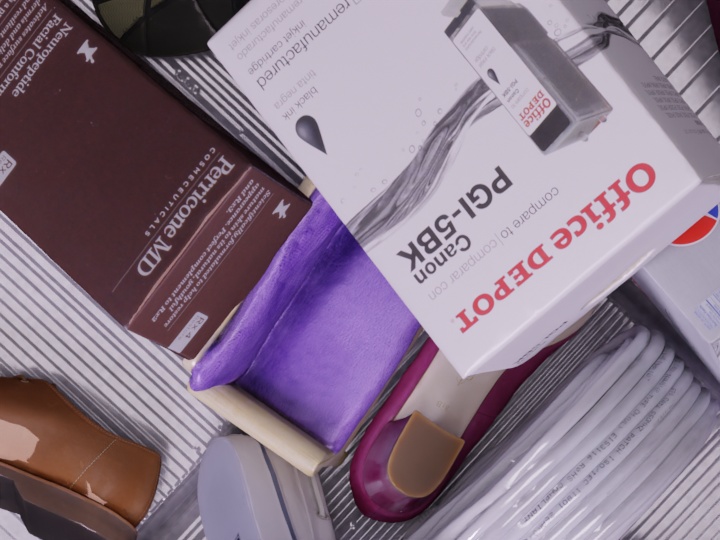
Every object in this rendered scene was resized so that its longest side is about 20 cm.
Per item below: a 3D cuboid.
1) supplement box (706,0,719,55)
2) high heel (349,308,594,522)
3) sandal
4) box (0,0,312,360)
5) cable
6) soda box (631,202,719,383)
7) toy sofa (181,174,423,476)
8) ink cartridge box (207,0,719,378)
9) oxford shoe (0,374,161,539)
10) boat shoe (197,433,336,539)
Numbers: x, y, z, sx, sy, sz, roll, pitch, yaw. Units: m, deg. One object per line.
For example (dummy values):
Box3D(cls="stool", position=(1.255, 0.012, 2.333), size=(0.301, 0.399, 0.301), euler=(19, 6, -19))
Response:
Box3D(cls="supplement box", position=(0.288, -0.137, 1.024), size=(0.200, 0.131, 0.103), euler=(-32, 137, -5))
Box3D(cls="high heel", position=(0.062, 0.047, 1.107), size=(0.067, 0.096, 0.200), euler=(32, 72, -5))
Box3D(cls="sandal", position=(-0.041, -0.151, 1.075), size=(0.200, 0.057, 0.080), euler=(3, 114, 18))
Box3D(cls="box", position=(-0.131, -0.057, 1.035), size=(0.200, 0.075, 0.100), euler=(39, 94, 27))
Box3D(cls="cable", position=(0.089, 0.114, 1.025), size=(0.200, 0.200, 0.069), euler=(-44, 86, 3))
Box3D(cls="soda box", position=(0.148, -0.030, 1.024), size=(0.063, 0.068, 0.200), euler=(-36, 52, 0))
Box3D(cls="toy sofa", position=(0.000, 0.000, 1.063), size=(0.083, 0.098, 0.200), euler=(34, 92, 11))
Box3D(cls="ink cartridge box", position=(0.051, -0.073, 0.954), size=(0.147, 0.083, 0.200), euler=(-41, 79, 18))
Box3D(cls="oxford shoe", position=(-0.198, 0.081, 1.099), size=(0.199, 0.071, 0.071), euler=(26, 65, -1))
Box3D(cls="boat shoe", position=(-0.026, 0.170, 1.052), size=(0.065, 0.074, 0.201), euler=(3, 58, -32))
